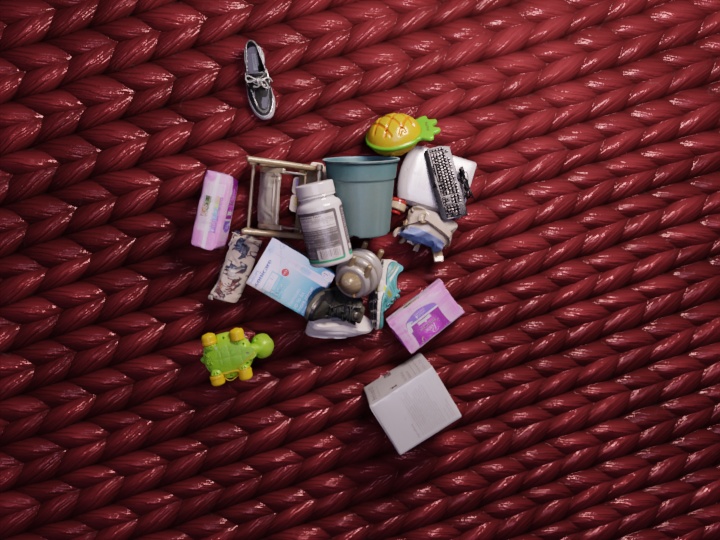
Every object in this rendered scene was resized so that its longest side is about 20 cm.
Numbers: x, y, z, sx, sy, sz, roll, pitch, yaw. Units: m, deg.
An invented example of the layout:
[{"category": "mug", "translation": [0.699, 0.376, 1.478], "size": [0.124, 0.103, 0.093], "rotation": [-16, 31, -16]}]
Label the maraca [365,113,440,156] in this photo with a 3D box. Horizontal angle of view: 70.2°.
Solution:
[{"category": "maraca", "translation": [0.112, -0.370, 1.379], "size": [0.199, 0.137, 0.107], "rotation": [-11, 139, 3]}]

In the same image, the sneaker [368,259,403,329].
[{"category": "sneaker", "translation": [0.074, 0.070, 1.436], "size": [0.079, 0.077, 0.201], "rotation": [13, 89, -16]}]

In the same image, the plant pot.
[{"category": "plant pot", "translation": [0.003, -0.194, 1.342], "size": [0.200, 0.200, 0.197], "rotation": [-2, 105, -4]}]

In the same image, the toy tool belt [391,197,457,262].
[{"category": "toy tool belt", "translation": [0.156, -0.108, 1.404], "size": [0.200, 0.125, 0.123], "rotation": [21, 87, -9]}]

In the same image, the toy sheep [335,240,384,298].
[{"category": "toy sheep", "translation": [0.000, 0.000, 1.373], "size": [0.138, 0.200, 0.138], "rotation": [12, 120, 22]}]

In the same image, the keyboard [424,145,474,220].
[{"category": "keyboard", "translation": [0.244, -0.241, 1.365], "size": [0.104, 0.040, 0.201], "rotation": [-14, 87, -8]}]

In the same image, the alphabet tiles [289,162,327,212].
[{"category": "alphabet tiles", "translation": [-0.095, -0.196, 1.431], "size": [0.199, 0.015, 0.196], "rotation": [10, 94, -5]}]

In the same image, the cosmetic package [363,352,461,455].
[{"category": "cosmetic package", "translation": [0.138, 0.364, 1.420], "size": [0.200, 0.165, 0.165], "rotation": [-31, 96, -3]}]

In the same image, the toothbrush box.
[{"category": "toothbrush box", "translation": [-0.188, 0.018, 1.406], "size": [0.200, 0.085, 0.147], "rotation": [32, 93, -5]}]

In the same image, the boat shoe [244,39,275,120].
[{"category": "boat shoe", "translation": [-0.271, -0.507, 1.364], "size": [0.073, 0.068, 0.200], "rotation": [-5, 95, -4]}]

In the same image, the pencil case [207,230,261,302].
[{"category": "pencil case", "translation": [-0.343, -0.005, 1.393], "size": [0.089, 0.078, 0.200], "rotation": [20, 93, -33]}]

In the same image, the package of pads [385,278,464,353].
[{"category": "package of pads", "translation": [0.183, 0.129, 1.449], "size": [0.200, 0.076, 0.121], "rotation": [-38, 95, -1]}]

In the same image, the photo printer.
[{"category": "photo printer", "translation": [0.204, -0.248, 1.422], "size": [0.199, 0.069, 0.167], "rotation": [15, 91, -5]}]

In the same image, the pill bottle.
[{"category": "pill bottle", "translation": [-0.092, -0.116, 1.263], "size": [0.113, 0.113, 0.201], "rotation": [-13, 102, -3]}]

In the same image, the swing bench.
[{"category": "swing bench", "translation": [-0.205, -0.187, 1.357], "size": [0.199, 0.130, 0.200], "rotation": [5, 96, -10]}]

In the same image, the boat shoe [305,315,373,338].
[{"category": "boat shoe", "translation": [-0.059, 0.160, 1.422], "size": [0.200, 0.072, 0.069], "rotation": [0, 139, -37]}]

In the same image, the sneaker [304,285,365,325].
[{"category": "sneaker", "translation": [-0.059, 0.101, 1.357], "size": [0.114, 0.199, 0.076], "rotation": [31, 114, 23]}]

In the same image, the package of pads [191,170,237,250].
[{"category": "package of pads", "translation": [-0.382, -0.156, 1.350], "size": [0.075, 0.121, 0.201], "rotation": [13, 94, -6]}]

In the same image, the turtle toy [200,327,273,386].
[{"category": "turtle toy", "translation": [-0.337, 0.224, 1.402], "size": [0.199, 0.101, 0.146], "rotation": [-10, 96, -4]}]
